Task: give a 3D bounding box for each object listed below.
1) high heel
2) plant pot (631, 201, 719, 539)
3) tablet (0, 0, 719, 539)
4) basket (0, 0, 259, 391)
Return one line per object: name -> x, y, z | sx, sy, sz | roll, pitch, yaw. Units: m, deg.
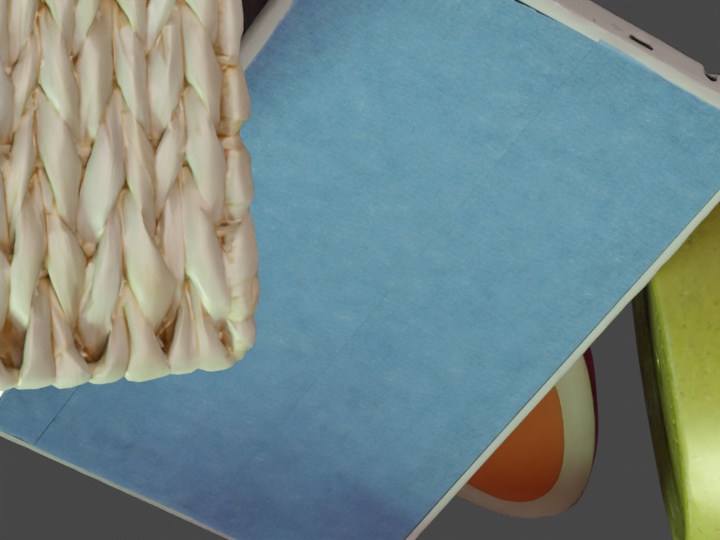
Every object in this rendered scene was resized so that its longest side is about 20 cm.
high heel -> 0.020, -0.023, 0.834 | 0.067, 0.096, 0.200 | -14, 127, 13
plant pot -> 0.151, 0.022, 0.821 | 0.141, 0.200, 0.201 | -9, 101, 0
tablet -> 0.000, 0.000, 0.782 | 0.130, 0.014, 0.200 | 27, 125, -20
basket -> -0.128, -0.075, 0.688 | 0.160, 0.200, 0.199 | -4, 99, -22
